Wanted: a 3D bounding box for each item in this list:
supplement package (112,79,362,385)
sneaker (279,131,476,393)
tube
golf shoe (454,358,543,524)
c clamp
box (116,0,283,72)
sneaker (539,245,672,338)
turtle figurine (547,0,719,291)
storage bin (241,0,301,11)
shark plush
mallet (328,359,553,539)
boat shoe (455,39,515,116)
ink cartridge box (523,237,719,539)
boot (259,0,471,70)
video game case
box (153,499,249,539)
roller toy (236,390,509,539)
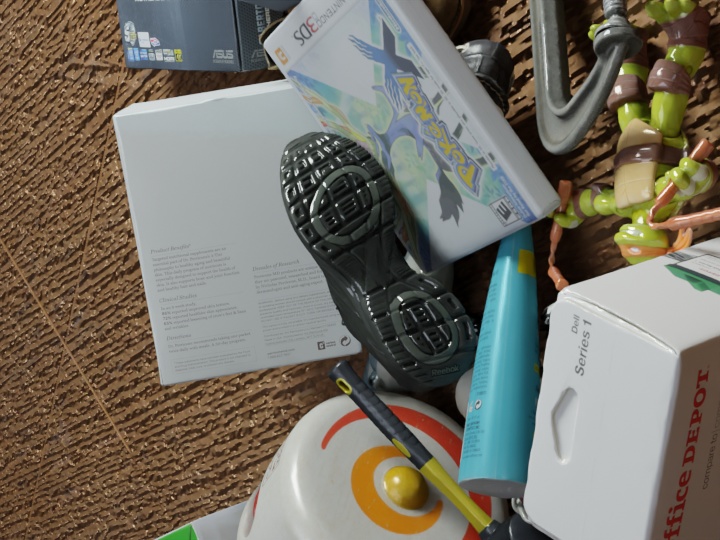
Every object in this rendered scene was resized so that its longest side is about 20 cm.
[{"bbox_3d":[-0.090,-0.036,1.179,0.151,0.151,0.201,-108,8,-80],"label":"supplement package"},{"bbox_3d":[0.000,0.000,1.054,0.200,0.076,0.091,62,162,12],"label":"sneaker"},{"bbox_3d":[0.096,0.045,1.014,0.077,0.050,0.200,106,171,-71],"label":"tube"},{"bbox_3d":[0.119,0.117,1.041,0.200,0.088,0.077,23,146,50],"label":"golf shoe"},{"bbox_3d":[0.134,-0.176,0.914,0.171,0.027,0.200,134,141,-61],"label":"c clamp"},{"bbox_3d":[-0.141,-0.248,1.298,0.200,0.051,0.158,12,111,52],"label":"box"},{"bbox_3d":[0.175,0.028,0.964,0.067,0.090,0.200,59,169,1],"label":"sneaker"},{"bbox_3d":[0.173,-0.071,0.899,0.200,0.064,0.162,158,119,-69],"label":"turtle figurine"},{"bbox_3d":[-0.063,-0.279,1.076,0.134,0.145,0.201,163,116,-64],"label":"storage bin"},{"bbox_3d":[0.039,0.049,1.187,0.200,0.091,0.083,100,163,-55],"label":"shark plush"},{"bbox_3d":[0.056,0.134,1.068,0.200,0.041,0.066,51,138,4],"label":"mallet"},{"bbox_3d":[0.051,-0.102,1.085,0.200,0.074,0.060,135,156,-68],"label":"boat shoe"},{"bbox_3d":[0.193,0.065,0.834,0.084,0.200,0.146,30,126,43],"label":"ink cartridge box"},{"bbox_3d":[0.001,-0.176,1.113,0.200,0.075,0.074,-15,89,53],"label":"boot"},{"bbox_3d":[0.027,-0.099,1.008,0.200,0.022,0.182,54,156,-3],"label":"video game case"},{"bbox_3d":[-0.050,0.279,1.267,0.097,0.176,0.200,-33,76,54],"label":"box"},{"bbox_3d":[0.009,0.189,1.142,0.183,0.200,0.140,62,143,27],"label":"roller toy"}]
